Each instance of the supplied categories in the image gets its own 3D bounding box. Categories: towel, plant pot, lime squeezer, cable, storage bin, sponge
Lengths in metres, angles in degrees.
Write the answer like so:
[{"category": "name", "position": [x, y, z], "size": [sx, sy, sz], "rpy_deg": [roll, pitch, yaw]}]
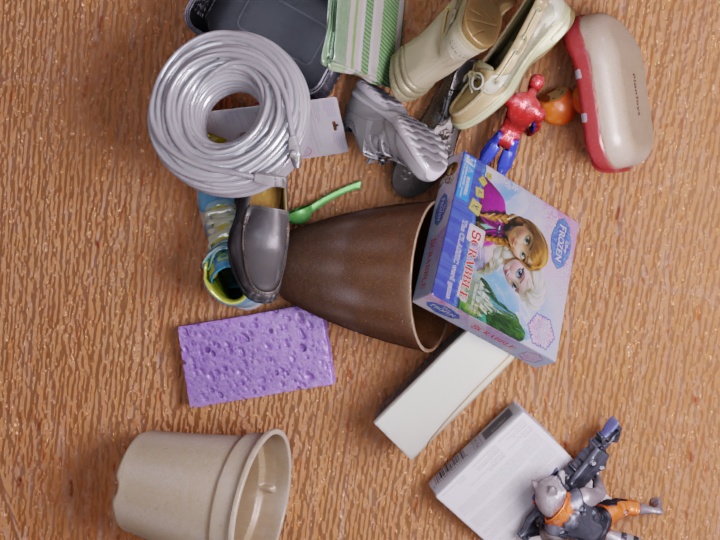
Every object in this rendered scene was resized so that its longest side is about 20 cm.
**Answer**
[{"category": "towel", "position": [0.008, -0.308, 1.296], "size": [0.023, 0.200, 0.153], "rpy_deg": [7, 93, 24]}, {"category": "plant pot", "position": [0.000, 0.000, 1.332], "size": [0.199, 0.187, 0.188], "rpy_deg": [4, 94, 21]}, {"category": "lime squeezer", "position": [-0.102, -0.098, 1.383], "size": [0.199, 0.038, 0.071], "rpy_deg": [10, 112, -8]}, {"category": "plant pot", "position": [-0.209, 0.288, 1.360], "size": [0.183, 0.200, 0.201], "rpy_deg": [8, 94, 15]}, {"category": "cable", "position": [-0.155, -0.187, 1.270], "size": [0.199, 0.069, 0.201], "rpy_deg": [1, 78, 13]}, {"category": "storage bin", "position": [-0.107, -0.320, 1.355], "size": [0.199, 0.094, 0.136], "rpy_deg": [30, 95, 3]}, {"category": "sponge", "position": [-0.139, 0.113, 1.412], "size": [0.199, 0.030, 0.112], "rpy_deg": [-10, 92, 6]}]

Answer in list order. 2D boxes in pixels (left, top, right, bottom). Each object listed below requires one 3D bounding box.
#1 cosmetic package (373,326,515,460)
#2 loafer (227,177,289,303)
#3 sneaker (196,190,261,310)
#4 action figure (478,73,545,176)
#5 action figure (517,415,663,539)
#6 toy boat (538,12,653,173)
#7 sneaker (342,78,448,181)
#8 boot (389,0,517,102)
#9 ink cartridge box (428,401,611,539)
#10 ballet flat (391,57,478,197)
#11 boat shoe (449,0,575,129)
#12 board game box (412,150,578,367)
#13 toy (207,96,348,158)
[{"category": "cosmetic package", "position": [0.112, 0.140, 1.357], "size": [0.073, 0.104, 0.200], "rpy_deg": [44, 97, 1]}, {"category": "loafer", "position": [-0.120, -0.058, 1.293], "size": [0.072, 0.072, 0.201], "rpy_deg": [6, 61, -24]}, {"category": "sneaker", "position": [-0.171, -0.045, 1.356], "size": [0.079, 0.131, 0.201], "rpy_deg": [-19, 90, 6]}, {"category": "action figure", "position": [0.186, -0.169, 1.360], "size": [0.065, 0.099, 0.200], "rpy_deg": [27, 117, 0]}, {"category": "action figure", "position": [0.303, 0.295, 1.332], "size": [0.193, 0.105, 0.201], "rpy_deg": [25, 103, -22]}, {"category": "toy boat", "position": [0.284, -0.218, 1.328], "size": [0.130, 0.130, 0.201], "rpy_deg": [-7, 93, 34]}, {"category": "sneaker", "position": [0.041, -0.160, 1.332], "size": [0.075, 0.200, 0.082], "rpy_deg": [16, 116, -38]}, {"category": "boot", "position": [0.115, -0.304, 1.333], "size": [0.073, 0.200, 0.155], "rpy_deg": [39, 134, -19]}, {"category": "ink cartridge box", "position": [0.215, 0.295, 1.395], "size": [0.163, 0.057, 0.200], "rpy_deg": [-45, 109, 5]}, {"category": "ballet flat", "position": [0.100, -0.187, 1.374], "size": [0.067, 0.046, 0.201], "rpy_deg": [24, 101, -19]}, {"category": "boat shoe", "position": [0.173, -0.261, 1.295], "size": [0.063, 0.073, 0.201], "rpy_deg": [38, 104, -26]}, {"category": "board game box", "position": [0.170, -0.012, 1.286], "size": [0.199, 0.041, 0.201], "rpy_deg": [27, 62, -26]}, {"category": "toy", "position": [-0.123, -0.190, 1.369], "size": [0.199, 0.115, 0.047], "rpy_deg": [-9, 60, 3]}]
